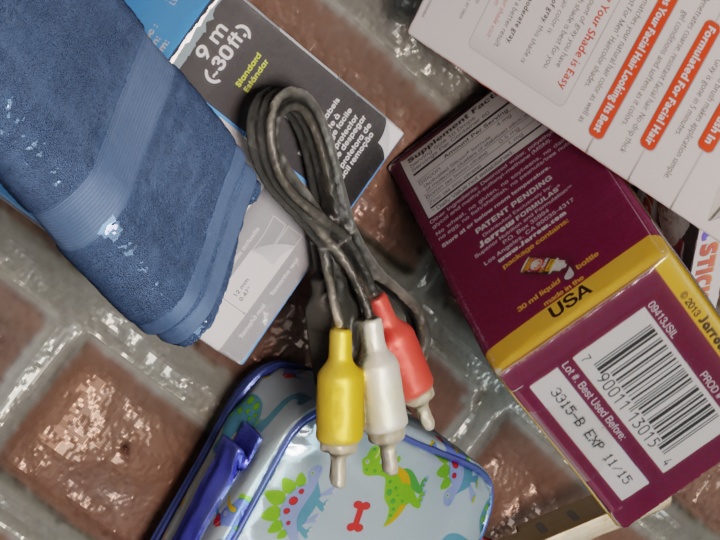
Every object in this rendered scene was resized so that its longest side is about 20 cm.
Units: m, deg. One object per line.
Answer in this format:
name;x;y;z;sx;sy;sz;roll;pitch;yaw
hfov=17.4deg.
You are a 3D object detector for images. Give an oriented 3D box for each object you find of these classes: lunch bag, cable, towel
lunch bag;-0.034;0.156;1.239;0.160;0.082;0.201;25;95;-37
cable;0.000;0.000;1.137;0.097;0.050;0.201;-31;122;-41
towel;-0.121;-0.064;1.018;0.200;0.048;0.112;52;39;-35

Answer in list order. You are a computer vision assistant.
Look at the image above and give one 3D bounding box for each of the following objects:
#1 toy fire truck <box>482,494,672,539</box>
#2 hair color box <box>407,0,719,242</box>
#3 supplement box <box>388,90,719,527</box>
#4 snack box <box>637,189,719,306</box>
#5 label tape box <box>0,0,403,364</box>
toy fire truck;0.099;0.204;1.281;0.128;0.176;0.201;20;97;-34
hair color box;0.135;-0.111;1.125;0.064;0.200;0.111;-22;144;-60
supplement box;0.109;0.007;1.183;0.103;0.200;0.131;-35;124;8
snack box;0.176;-0.062;1.238;0.024;0.072;0.201;-12;140;-13
label tape box;-0.095;-0.067;1.124;0.200;0.066;0.144;37;88;-37
